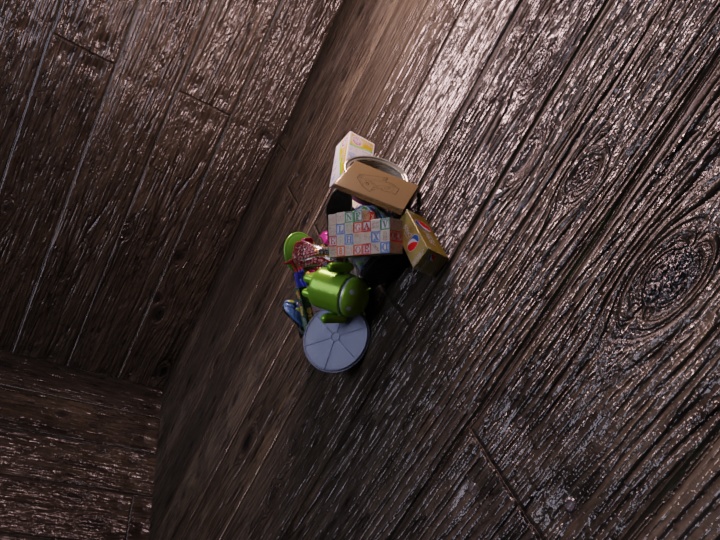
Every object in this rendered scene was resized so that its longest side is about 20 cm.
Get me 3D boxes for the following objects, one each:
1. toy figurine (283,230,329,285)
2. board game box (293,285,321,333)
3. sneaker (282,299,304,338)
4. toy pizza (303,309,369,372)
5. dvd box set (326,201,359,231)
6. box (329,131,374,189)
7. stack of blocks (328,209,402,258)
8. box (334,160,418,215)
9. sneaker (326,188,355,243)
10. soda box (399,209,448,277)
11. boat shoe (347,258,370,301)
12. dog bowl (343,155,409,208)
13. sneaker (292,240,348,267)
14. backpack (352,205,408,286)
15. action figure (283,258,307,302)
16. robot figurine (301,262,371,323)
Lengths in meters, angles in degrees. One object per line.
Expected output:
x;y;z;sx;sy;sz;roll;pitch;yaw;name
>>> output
-0.124;-0.045;1.635;0.184;0.150;0.200;-15;84;41;toy figurine
-0.137;0.144;1.557;0.023;0.105;0.200;-18;84;36;board game box
-0.174;0.171;1.591;0.083;0.200;0.071;-24;30;33;sneaker
-0.067;0.191;1.460;0.200;0.032;0.201;-8;64;16;toy pizza
-0.012;-0.192;1.659;0.146;0.029;0.200;-2;48;52;dvd box set
-0.028;-0.375;1.840;0.101;0.112;0.200;-35;40;49;box
0.010;-0.095;1.326;0.200;0.059;0.115;-2;88;39;stack of blocks
0.047;-0.230;1.425;0.164;0.200;0.021;-58;-12;-51;box
-0.053;-0.180;1.512;0.121;0.083;0.200;-79;0;-50;sneaker
0.150;-0.071;1.300;0.064;0.068;0.200;-55;28;24;soda box
0.000;0.000;1.504;0.072;0.065;0.200;27;-119;-75;boat shoe
0.040;-0.259;1.534;0.200;0.200;0.074;-98;20;-47;dog bowl
-0.122;-0.038;1.541;0.200;0.082;0.078;15;94;32;sneaker
0.039;-0.087;1.424;0.163;0.154;0.200;-42;36;37;backpack
-0.199;0.068;1.616;0.099;0.200;0.065;-25;5;19;action figure
-0.064;0.059;1.428;0.200;0.116;0.176;16;106;26;robot figurine
